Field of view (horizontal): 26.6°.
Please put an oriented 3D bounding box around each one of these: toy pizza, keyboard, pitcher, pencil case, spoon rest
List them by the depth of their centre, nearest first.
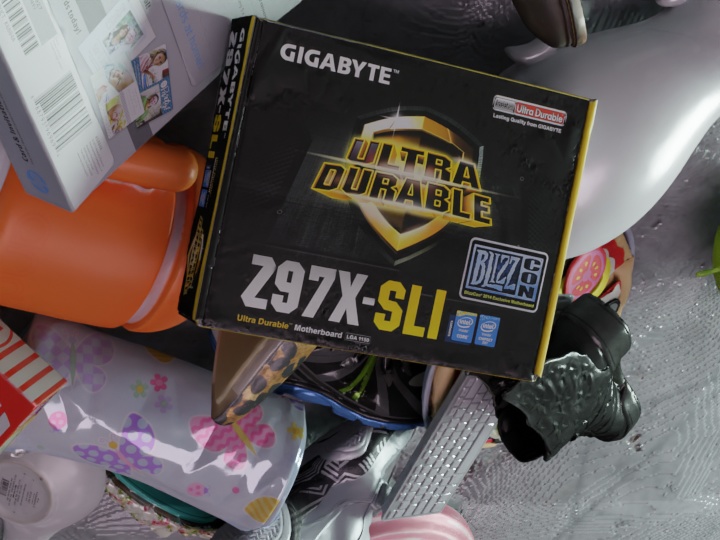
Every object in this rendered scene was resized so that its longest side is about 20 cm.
[{"bbox_3d":[0.140,-0.112,0.914,0.200,0.121,0.172,-35,111,-2],"label":"pitcher"},{"bbox_3d":[-0.134,0.096,0.959,0.200,0.091,0.083,20,164,-13],"label":"pencil case"},{"bbox_3d":[0.075,0.092,1.001,0.056,0.011,0.200,4,127,-36],"label":"keyboard"},{"bbox_3d":[0.123,0.047,1.037,0.200,0.032,0.200,-31,143,-27],"label":"toy pizza"},{"bbox_3d":[-0.233,0.168,1.037,0.099,0.061,0.200,24,120,1],"label":"spoon rest"}]

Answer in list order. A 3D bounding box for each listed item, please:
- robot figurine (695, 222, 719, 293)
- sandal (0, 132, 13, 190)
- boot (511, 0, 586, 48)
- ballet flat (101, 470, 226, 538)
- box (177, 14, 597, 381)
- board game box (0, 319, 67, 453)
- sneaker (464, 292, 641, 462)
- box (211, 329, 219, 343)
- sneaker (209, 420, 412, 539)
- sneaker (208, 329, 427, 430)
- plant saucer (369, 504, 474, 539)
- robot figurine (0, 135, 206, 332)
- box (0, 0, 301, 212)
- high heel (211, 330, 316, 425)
[{"bbox_3d":[0.333,-0.003,1.067,0.200,0.116,0.175,12,131,-28],"label":"robot figurine"},{"bbox_3d":[-0.182,-0.112,0.783,0.059,0.079,0.207,20,89,-70],"label":"sandal"},{"bbox_3d":[0.043,-0.184,0.818,0.097,0.075,0.200,-34,116,1],"label":"boot"},{"bbox_3d":[-0.111,0.168,1.079,0.200,0.076,0.064,20,130,-30],"label":"ballet flat"},{"bbox_3d":[0.015,-0.035,0.807,0.200,0.049,0.160,11,93,-22],"label":"box"},{"bbox_3d":[-0.293,0.085,0.899,0.151,0.046,0.200,43,109,0],"label":"board game box"},{"bbox_3d":[0.125,0.083,0.980,0.104,0.060,0.200,-44,151,-15],"label":"sneaker"},{"bbox_3d":[0.000,0.000,0.962,0.200,0.039,0.041,-18,175,-22],"label":"box"},{"bbox_3d":[-0.013,0.184,1.058,0.200,0.075,0.115,-39,99,-36],"label":"sneaker"},{"bbox_3d":[-0.001,0.051,1.018,0.200,0.071,0.083,17,128,-28],"label":"sneaker"},{"bbox_3d":[0.003,0.261,1.203,0.200,0.051,0.201,-13,136,-13],"label":"plant saucer"},{"bbox_3d":[-0.159,-0.029,0.861,0.200,0.117,0.144,14,111,-29],"label":"robot figurine"},{"bbox_3d":[-0.111,-0.151,0.749,0.200,0.041,0.156,-47,141,-28],"label":"box"},{"bbox_3d":[0.001,0.027,0.893,0.143,0.071,0.200,42,72,-39],"label":"high heel"}]
